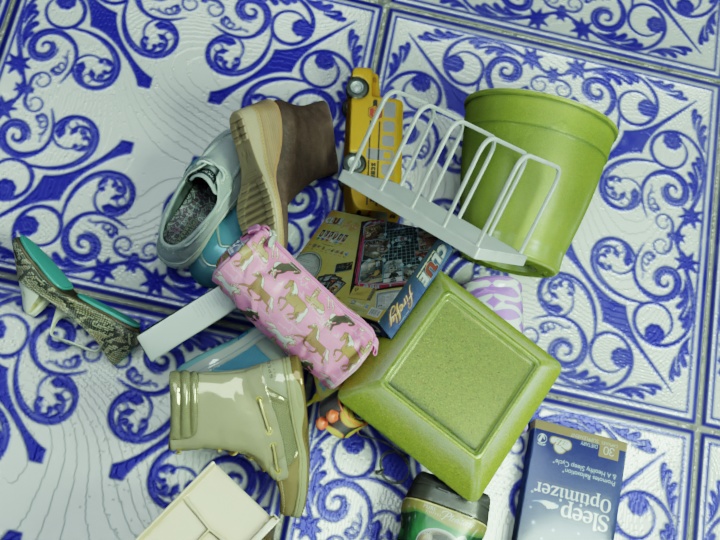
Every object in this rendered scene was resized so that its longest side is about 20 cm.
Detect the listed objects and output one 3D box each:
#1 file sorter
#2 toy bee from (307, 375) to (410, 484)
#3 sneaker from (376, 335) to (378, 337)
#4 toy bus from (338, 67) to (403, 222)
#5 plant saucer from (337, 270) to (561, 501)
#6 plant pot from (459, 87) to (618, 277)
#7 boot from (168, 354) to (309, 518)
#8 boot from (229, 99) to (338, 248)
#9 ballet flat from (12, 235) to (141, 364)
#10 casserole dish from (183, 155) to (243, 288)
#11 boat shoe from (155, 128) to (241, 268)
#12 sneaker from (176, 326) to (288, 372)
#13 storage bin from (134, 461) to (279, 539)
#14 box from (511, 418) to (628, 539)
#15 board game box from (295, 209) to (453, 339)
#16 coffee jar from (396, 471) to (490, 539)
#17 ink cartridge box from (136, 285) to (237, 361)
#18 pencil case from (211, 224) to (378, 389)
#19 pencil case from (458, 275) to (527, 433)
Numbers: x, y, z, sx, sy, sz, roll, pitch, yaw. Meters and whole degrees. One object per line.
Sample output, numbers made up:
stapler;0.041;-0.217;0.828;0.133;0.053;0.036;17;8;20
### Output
file sorter;0.107;-0.109;1.241;0.199;0.138;0.126;31;102;28
toy bee;-0.016;0.146;1.265;0.200;0.108;0.132;44;110;30
sneaker;0.043;0.044;1.333;0.076;0.081;0.202;-7;71;-7
toy bus;0.014;-0.160;1.407;0.077;0.065;0.202;4;71;-6
plant saucer;0.109;0.121;1.223;0.199;0.048;0.200;37;70;2
plant pot;0.204;-0.099;1.356;0.198;0.200;0.195;15;81;-1
boot;-0.134;0.192;1.197;0.153;0.202;0.073;-5;28;-7
boot;-0.080;-0.115;1.355;0.165;0.072;0.203;-12;93;-48
ballet flat;-0.357;0.043;1.299;0.199;0.068;0.076;37;91;5
casserole dish;-0.164;-0.070;1.370;0.120;0.039;0.202;-4;71;-9
boat shoe;-0.185;-0.097;1.318;0.069;0.072;0.202;26;70;3
sneaker;-0.109;0.135;1.273;0.198;0.079;0.132;-27;78;10
storage bin;-0.188;0.319;1.146;0.094;0.200;0.199;42;71;10
box;0.247;0.291;1.299;0.120;0.032;0.202;14;71;-2
board game box;0.000;0.000;1.299;0.199;0.035;0.136;15;62;47
coffee jar;0.078;0.337;1.233;0.103;0.085;0.202;19;71;4
ink cartridge box;-0.168;0.037;1.281;0.199;0.099;0.039;-31;93;-6
pencil case;-0.072;0.041;1.201;0.200;0.086;0.083;44;58;-4
pencil case;0.158;0.104;1.317;0.084;0.084;0.202;-4;70;12
